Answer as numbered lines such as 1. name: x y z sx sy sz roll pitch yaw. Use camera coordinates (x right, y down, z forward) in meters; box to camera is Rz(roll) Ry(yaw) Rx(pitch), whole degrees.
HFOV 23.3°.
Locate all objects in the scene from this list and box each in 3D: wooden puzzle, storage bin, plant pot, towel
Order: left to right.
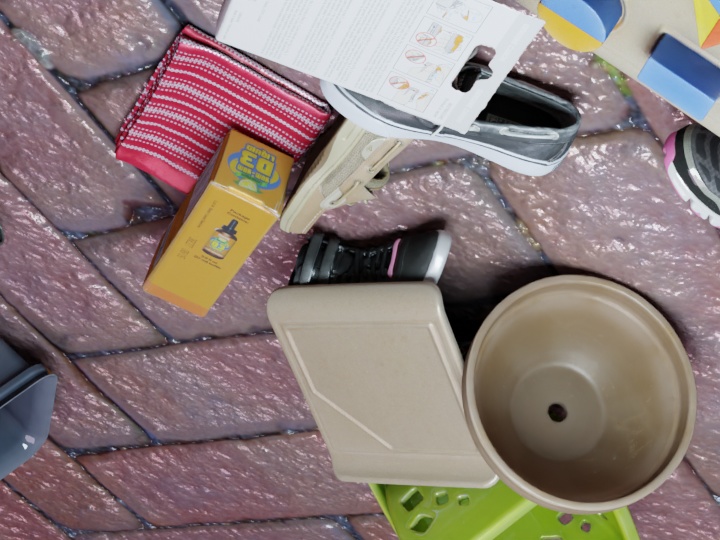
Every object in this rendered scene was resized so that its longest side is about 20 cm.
1. storage bin: -0.422 0.134 1.929 0.134 0.145 0.200 46 150 13
2. towel: -0.122 -0.118 1.484 0.144 0.023 0.200 28 146 -11
3. wooden puzzle: 0.024 0.099 1.540 0.184 0.037 0.202 -2 119 35
4. plant pot: 0.124 0.225 1.641 0.182 0.198 0.201 48 171 44
5. plant pot: 0.178 0.113 1.487 0.199 0.202 0.093 22 160 -1
6. wooden puzzle: 0.194 -0.172 1.145 0.184 0.046 0.200 34 157 5

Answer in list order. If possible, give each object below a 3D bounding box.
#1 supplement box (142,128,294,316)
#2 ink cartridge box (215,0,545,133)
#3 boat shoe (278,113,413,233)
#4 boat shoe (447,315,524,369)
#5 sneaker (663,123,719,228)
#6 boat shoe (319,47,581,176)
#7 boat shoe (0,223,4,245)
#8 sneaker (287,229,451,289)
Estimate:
1. supplement box: -0.125 -0.038 1.520 0.066 0.069 0.200 25 146 -12
2. ink cartridge box: 0.011 -0.182 1.200 0.198 0.051 0.161 18 152 -10
3. boat shoe: -0.010 -0.081 1.426 0.064 0.072 0.200 28 145 -9
4. boat shoe: 0.068 0.068 1.602 0.200 0.074 0.064 3 115 38
5. sneaker: 0.316 -0.062 1.265 0.198 0.074 0.087 25 147 -14
6. boat shoe: 0.068 -0.130 1.307 0.198 0.074 0.068 23 151 -1
7. boat shoe: -0.381 -0.082 1.654 0.056 0.067 0.201 2 150 1
8. sneaker: 0.000 0.000 1.533 0.099 0.071 0.200 27 151 -17
